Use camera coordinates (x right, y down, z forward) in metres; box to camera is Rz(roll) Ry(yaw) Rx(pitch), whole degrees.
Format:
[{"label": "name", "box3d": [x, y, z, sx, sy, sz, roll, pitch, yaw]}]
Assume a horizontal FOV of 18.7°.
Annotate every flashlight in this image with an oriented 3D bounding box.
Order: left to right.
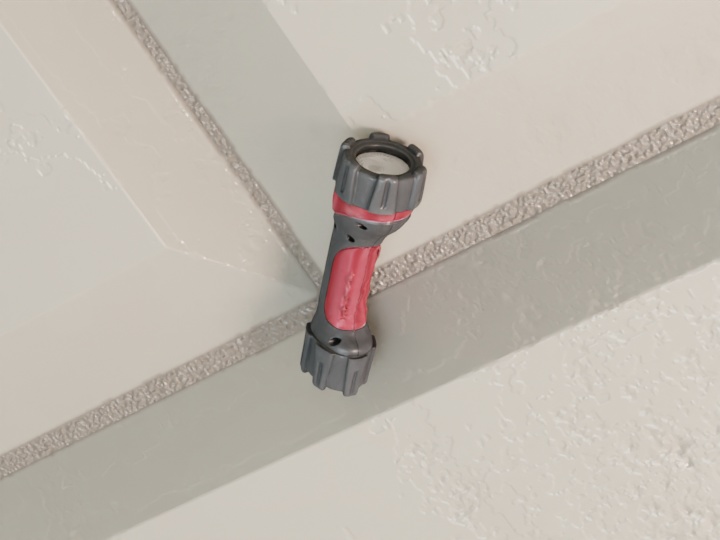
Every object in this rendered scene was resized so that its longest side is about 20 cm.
[{"label": "flashlight", "box3d": [0.000, 0.000, 1.601, 0.068, 0.068, 0.201, 19, 122, 12]}]
